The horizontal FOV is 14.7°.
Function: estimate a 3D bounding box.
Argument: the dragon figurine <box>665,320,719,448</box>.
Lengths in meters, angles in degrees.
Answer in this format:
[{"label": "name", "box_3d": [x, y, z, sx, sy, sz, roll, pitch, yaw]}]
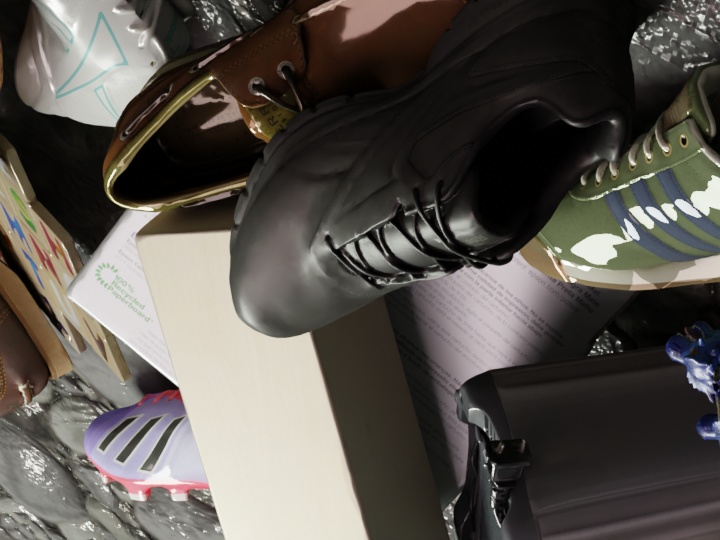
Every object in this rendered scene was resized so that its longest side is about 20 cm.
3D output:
[{"label": "dragon figurine", "box_3d": [0.212, 0.041, 1.032, 0.199, 0.100, 0.059, 13, 143, 37]}]

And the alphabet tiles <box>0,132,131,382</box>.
[{"label": "alphabet tiles", "box_3d": [-0.175, -0.032, 1.369, 0.200, 0.008, 0.168, 44, 161, 42]}]

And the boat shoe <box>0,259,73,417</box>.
[{"label": "boat shoe", "box_3d": [-0.224, -0.015, 1.415, 0.201, 0.070, 0.070, 59, 169, -2]}]

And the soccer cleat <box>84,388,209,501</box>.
[{"label": "soccer cleat", "box_3d": [-0.074, 0.083, 1.458, 0.199, 0.066, 0.077, 10, 110, 49]}]

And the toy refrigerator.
[{"label": "toy refrigerator", "box_3d": [-0.024, 0.060, 1.200, 0.075, 0.070, 0.201, -3, 114, 31]}]

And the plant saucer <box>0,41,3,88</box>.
[{"label": "plant saucer", "box_3d": [-0.194, -0.148, 1.164, 0.200, 0.032, 0.201, -22, -90, -86]}]

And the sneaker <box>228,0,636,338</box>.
[{"label": "sneaker", "box_3d": [0.023, -0.031, 1.060, 0.076, 0.091, 0.200, 33, 121, -30]}]

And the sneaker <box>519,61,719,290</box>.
[{"label": "sneaker", "box_3d": [0.133, -0.041, 1.047, 0.199, 0.067, 0.090, 9, 132, 40]}]

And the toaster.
[{"label": "toaster", "box_3d": [0.110, 0.103, 1.178, 0.201, 0.128, 0.114, 88, 169, -55]}]

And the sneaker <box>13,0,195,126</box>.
[{"label": "sneaker", "box_3d": [-0.109, -0.126, 1.193, 0.080, 0.071, 0.201, 22, 155, 16]}]

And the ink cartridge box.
[{"label": "ink cartridge box", "box_3d": [0.000, 0.000, 1.231, 0.199, 0.041, 0.200, 40, 121, -2]}]

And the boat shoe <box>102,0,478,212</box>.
[{"label": "boat shoe", "box_3d": [-0.023, -0.070, 1.122, 0.199, 0.068, 0.072, -28, 108, 39]}]
